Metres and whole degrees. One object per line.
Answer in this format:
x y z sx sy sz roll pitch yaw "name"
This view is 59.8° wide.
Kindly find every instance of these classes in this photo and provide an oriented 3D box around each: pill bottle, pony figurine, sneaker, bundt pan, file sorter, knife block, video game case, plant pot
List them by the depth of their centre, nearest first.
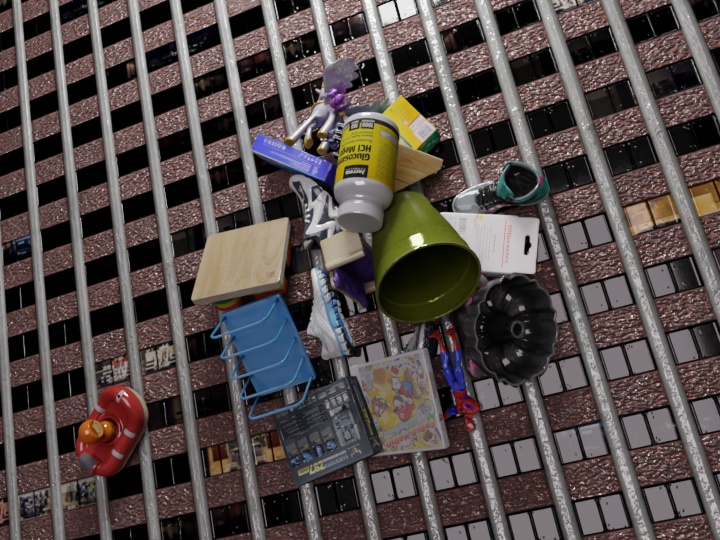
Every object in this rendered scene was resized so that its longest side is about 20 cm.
0.010 -0.179 1.160 0.110 0.113 0.203 0 68 16 "pill bottle"
0.272 0.109 1.173 0.199 0.075 0.206 1 87 -26 "bundt pan"
0.102 -0.041 1.181 0.198 0.201 0.195 -26 46 9 "plant pot"
0.070 0.259 1.214 0.198 0.023 0.185 -21 78 40 "video game case"
0.274 -0.156 1.240 0.197 0.121 0.085 -13 75 14 "sneaker"
0.212 0.107 1.241 0.095 0.078 0.204 -5 88 52 "sneaker"
0.094 0.183 1.249 0.084 0.077 0.204 9 84 24 "sneaker"
-0.196 0.176 1.266 0.137 0.123 0.203 -19 106 11 "file sorter"
0.047 -0.244 1.277 0.197 0.064 0.178 -26 97 2 "knife block"
-0.083 0.093 1.323 0.086 0.075 0.203 -23 73 17 "sneaker"
-0.058 -0.353 1.364 0.191 0.167 0.202 -1 56 40 "pony figurine"
-0.109 -0.110 1.365 0.198 0.080 0.130 40 83 10 "sneaker"

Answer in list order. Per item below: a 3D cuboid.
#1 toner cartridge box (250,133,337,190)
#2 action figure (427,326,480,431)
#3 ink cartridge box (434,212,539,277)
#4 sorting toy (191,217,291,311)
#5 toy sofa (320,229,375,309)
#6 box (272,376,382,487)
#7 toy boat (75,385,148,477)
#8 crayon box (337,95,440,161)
-0.137 -0.238 1.392 0.198 0.095 0.044 25 88 20 "toner cartridge box"
0.170 0.222 1.190 0.065 0.098 0.203 -16 96 41 "action figure"
0.254 -0.048 1.252 0.196 0.067 0.119 5 81 19 "ink cartridge box"
-0.244 -0.005 1.350 0.195 0.070 0.202 -12 43 12 "sorting toy"
0.000 0.000 1.248 0.082 0.200 0.099 -22 66 13 "toy sofa"
-0.070 0.325 1.263 0.198 0.051 0.160 -30 71 22 "box"
-0.565 0.352 1.379 0.129 0.131 0.202 28 88 19 "toy boat"
0.062 -0.262 1.358 0.200 0.058 0.119 -45 70 4 "crayon box"
